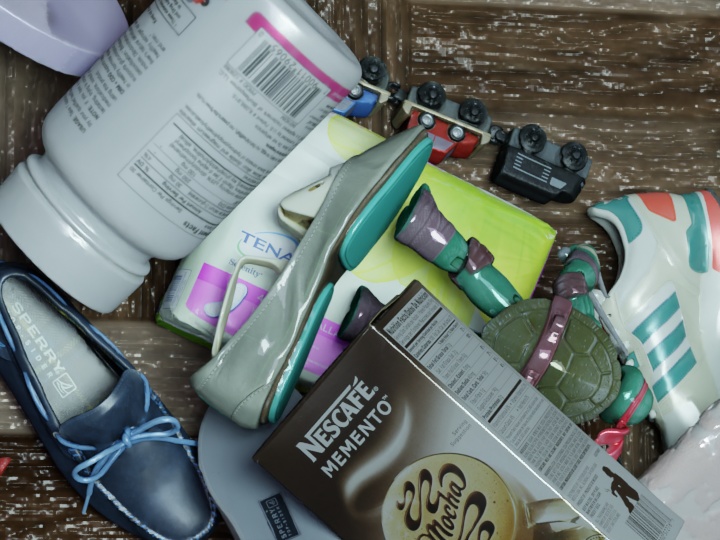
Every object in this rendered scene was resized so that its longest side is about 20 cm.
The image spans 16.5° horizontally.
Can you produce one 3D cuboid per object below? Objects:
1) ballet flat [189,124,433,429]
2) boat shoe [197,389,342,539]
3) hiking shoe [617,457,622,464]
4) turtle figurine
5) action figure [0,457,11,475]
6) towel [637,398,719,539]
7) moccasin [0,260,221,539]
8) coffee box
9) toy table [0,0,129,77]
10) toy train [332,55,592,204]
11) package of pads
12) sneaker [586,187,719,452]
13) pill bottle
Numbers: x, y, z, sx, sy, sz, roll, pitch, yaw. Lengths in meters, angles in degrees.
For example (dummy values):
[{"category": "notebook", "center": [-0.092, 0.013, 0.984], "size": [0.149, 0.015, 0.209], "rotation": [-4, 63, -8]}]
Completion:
[{"category": "ballet flat", "center": [-0.031, -0.008, 1.387], "size": [0.064, 0.067, 0.200], "rotation": [28, 77, 11]}, {"category": "boat shoe", "center": [-0.042, 0.144, 1.390], "size": [0.073, 0.065, 0.200], "rotation": [-18, 42, 2]}, {"category": "hiking shoe", "center": [0.059, 0.152, 1.462], "size": [0.199, 0.074, 0.087], "rotation": [2, 56, -10]}, {"category": "turtle figurine", "center": [0.096, 0.044, 1.398], "size": [0.200, 0.101, 0.150], "rotation": [30, 77, -6]}, {"category": "action figure", "center": [-0.287, 0.061, 1.375], "size": [0.200, 0.099, 0.065], "rotation": [39, 76, -3]}, {"category": "towel", "center": [0.207, 0.180, 1.433], "size": [0.200, 0.032, 0.191], "rotation": [-46, 122, 7]}, {"category": "moccasin", "center": [-0.156, 0.082, 1.412], "size": [0.200, 0.068, 0.080], "rotation": [46, 76, -5]}, {"category": "coffee box", "center": [0.058, 0.118, 1.332], "size": [0.200, 0.080, 0.113], "rotation": [41, 117, 2]}, {"category": "toy table", "center": [-0.187, -0.215, 1.390], "size": [0.200, 0.184, 0.117], "rotation": [37, 118, -12]}, {"category": "toy train", "center": [0.045, -0.086, 1.495], "size": [0.199, 0.034, 0.046], "rotation": [22, 73, -9]}, {"category": "package of pads", "center": [0.000, 0.000, 1.458], "size": [0.199, 0.068, 0.155], "rotation": [25, 79, -9]}, {"category": "sneaker", "center": [0.174, 0.048, 1.496], "size": [0.093, 0.070, 0.201], "rotation": [2, 80, -5]}, {"category": "pill bottle", "center": [-0.105, -0.079, 1.381], "size": [0.200, 0.113, 0.113], "rotation": [-44, 94, 8]}]
